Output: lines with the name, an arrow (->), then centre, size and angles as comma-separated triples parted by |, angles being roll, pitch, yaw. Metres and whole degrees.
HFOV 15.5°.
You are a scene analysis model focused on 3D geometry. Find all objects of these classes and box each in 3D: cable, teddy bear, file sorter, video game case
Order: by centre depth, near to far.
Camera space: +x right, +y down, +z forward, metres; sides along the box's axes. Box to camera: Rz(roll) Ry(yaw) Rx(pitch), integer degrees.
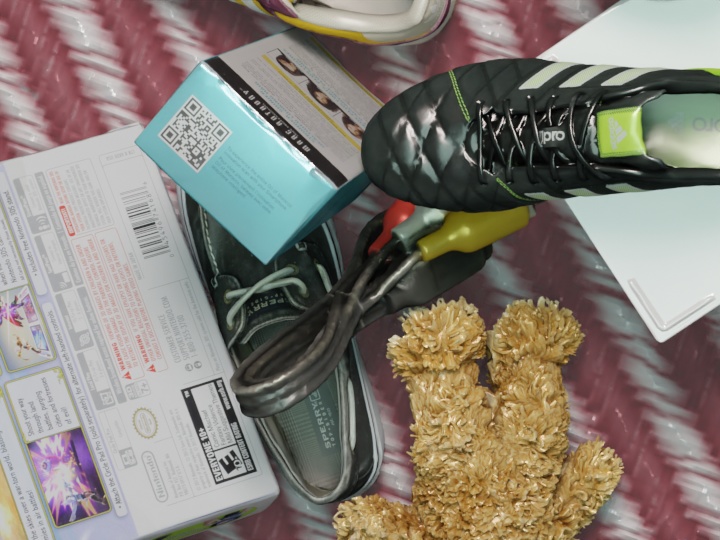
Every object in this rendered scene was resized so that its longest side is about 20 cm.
file sorter -> 0.185, -0.083, 1.239 | 0.200, 0.125, 0.139 | -34, 90, 7
cable -> 0.000, 0.000, 1.248 | 0.200, 0.097, 0.051 | -31, 116, -33
video game case -> -0.158, 0.047, 1.266 | 0.181, 0.045, 0.201 | -16, 76, -21
teddy bear -> 0.062, 0.109, 1.282 | 0.145, 0.067, 0.201 | 17, 90, -31

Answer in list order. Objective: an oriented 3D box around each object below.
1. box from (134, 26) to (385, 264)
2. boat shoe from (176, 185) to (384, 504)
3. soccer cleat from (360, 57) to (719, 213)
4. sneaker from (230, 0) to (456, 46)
box -> -0.035, -0.062, 1.223 | 0.082, 0.200, 0.049 | 43, 105, 2
boat shoe -> -0.036, 0.020, 1.297 | 0.072, 0.071, 0.201 | -23, 92, 7
soccer cleat -> 0.097, -0.061, 1.146 | 0.199, 0.081, 0.068 | -3, 92, 6
sneaker -> -0.049, -0.161, 1.274 | 0.199, 0.090, 0.075 | 15, 96, 4
